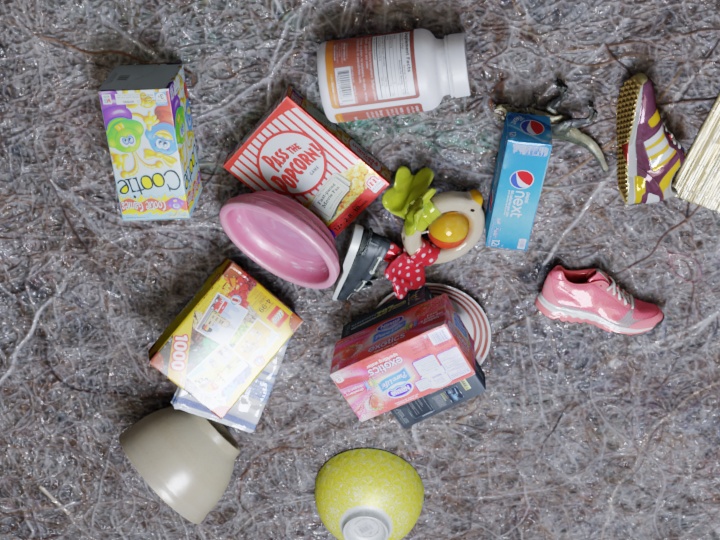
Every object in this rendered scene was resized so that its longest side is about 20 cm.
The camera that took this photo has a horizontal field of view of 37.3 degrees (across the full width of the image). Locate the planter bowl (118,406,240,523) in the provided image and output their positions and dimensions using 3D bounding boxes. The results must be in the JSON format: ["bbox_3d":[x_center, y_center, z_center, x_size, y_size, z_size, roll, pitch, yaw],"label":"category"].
[{"bbox_3d":[-0.287,0.304,1.791,0.135,0.200,0.200,-42,112,-4],"label":"planter bowl"}]

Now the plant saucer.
[{"bbox_3d":[-0.113,-0.051,1.586,0.200,0.051,0.201,26,157,12],"label":"plant saucer"}]

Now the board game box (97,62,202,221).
[{"bbox_3d":[-0.299,-0.184,1.539,0.102,0.105,0.201,-1,121,5],"label":"board game box"}]

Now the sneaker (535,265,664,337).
[{"bbox_3d":[0.374,0.043,1.636,0.199,0.074,0.087,10,119,-1],"label":"sneaker"}]

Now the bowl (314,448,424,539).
[{"bbox_3d":[0.012,0.423,1.870,0.199,0.108,0.201,2,121,4],"label":"bowl"}]

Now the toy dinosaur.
[{"bbox_3d":[0.285,-0.214,1.511,0.199,0.048,0.088,23,129,-11],"label":"toy dinosaur"}]

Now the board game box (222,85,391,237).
[{"bbox_3d":[-0.078,-0.150,1.575,0.200,0.046,0.151,38,116,-17],"label":"board game box"}]

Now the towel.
[{"bbox_3d":[-0.205,0.153,1.731,0.146,0.024,0.201,21,94,-10],"label":"towel"}]

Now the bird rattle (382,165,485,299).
[{"bbox_3d":[0.109,-0.052,1.590,0.162,0.113,0.201,-9,127,-11],"label":"bird rattle"}]

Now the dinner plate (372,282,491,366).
[{"bbox_3d":[0.110,0.103,1.722,0.199,0.024,0.201,2,121,3],"label":"dinner plate"}]

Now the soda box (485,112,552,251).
[{"bbox_3d":[0.224,-0.125,1.529,0.064,0.068,0.201,7,134,0],"label":"soda box"}]

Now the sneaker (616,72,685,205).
[{"bbox_3d":[0.413,-0.188,1.505,0.090,0.075,0.201,-7,126,-1],"label":"sneaker"}]

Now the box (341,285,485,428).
[{"bbox_3d":[0.086,0.140,1.703,0.157,0.051,0.200,-27,114,19],"label":"box"}]

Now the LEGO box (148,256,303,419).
[{"bbox_3d":[-0.212,0.104,1.670,0.149,0.077,0.200,40,89,-15],"label":"LEGO box"}]

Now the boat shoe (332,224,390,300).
[{"bbox_3d":[0.000,0.000,1.602,0.060,0.076,0.200,17,158,-2],"label":"boat shoe"}]

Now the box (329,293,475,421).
[{"bbox_3d":[0.065,0.133,1.617,0.199,0.095,0.103,-26,113,18],"label":"box"}]

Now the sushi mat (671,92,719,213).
[{"bbox_3d":[0.526,-0.177,1.530,0.095,0.012,0.201,17,120,-6],"label":"sushi mat"}]

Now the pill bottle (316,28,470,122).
[{"bbox_3d":[0.047,-0.268,1.458,0.199,0.112,0.113,-6,120,8],"label":"pill bottle"}]
